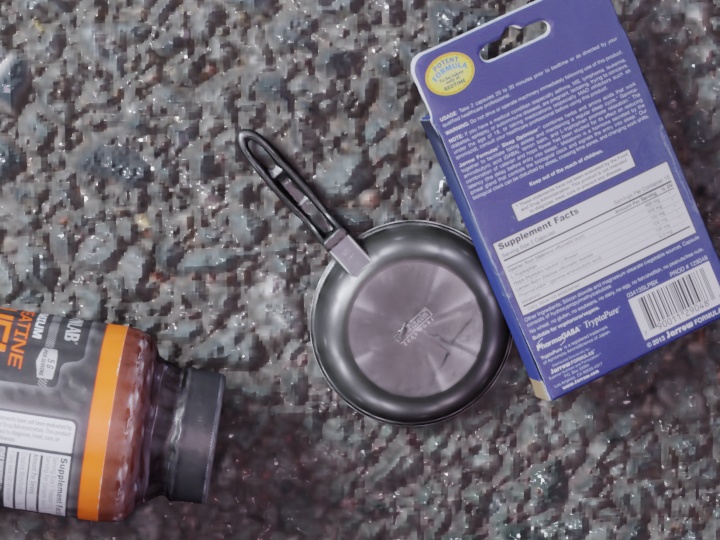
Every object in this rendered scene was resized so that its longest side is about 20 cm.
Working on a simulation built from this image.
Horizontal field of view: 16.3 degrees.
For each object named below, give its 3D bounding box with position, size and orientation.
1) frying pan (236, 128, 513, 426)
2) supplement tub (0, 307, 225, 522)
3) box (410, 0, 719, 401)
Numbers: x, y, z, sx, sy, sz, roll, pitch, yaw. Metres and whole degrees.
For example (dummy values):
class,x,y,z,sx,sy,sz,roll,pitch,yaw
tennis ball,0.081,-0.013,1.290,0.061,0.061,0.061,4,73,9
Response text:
class,x,y,z,sx,sy,sz,roll,pitch,yaw
frying pan,0.017,-0.005,1.379,0.114,0.031,0.191,-20,100,-1
supplement tub,-0.174,0.075,1.341,0.198,0.107,0.108,8,97,-4
box,0.113,-0.046,1.365,0.120,0.032,0.201,-24,99,-9
